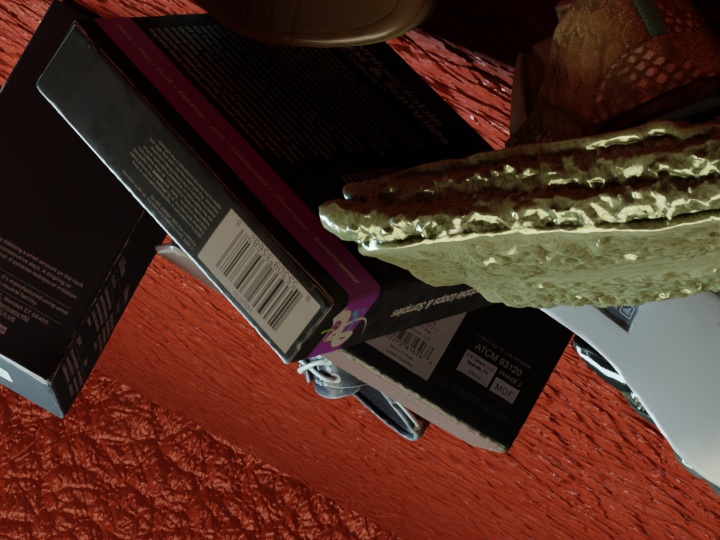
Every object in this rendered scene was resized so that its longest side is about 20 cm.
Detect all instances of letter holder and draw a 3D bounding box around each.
[{"bbox_3d":[0.000,0.000,1.285,0.199,0.101,0.142,32,172,-10],"label":"letter holder"}]

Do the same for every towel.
[{"bbox_3d":[0.102,-0.015,0.815,0.199,0.037,0.148,-8,168,32],"label":"towel"}]

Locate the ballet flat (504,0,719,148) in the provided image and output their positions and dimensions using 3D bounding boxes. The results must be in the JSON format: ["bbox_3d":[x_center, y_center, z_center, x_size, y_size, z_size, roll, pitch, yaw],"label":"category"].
[{"bbox_3d":[0.085,-0.061,0.867,0.200,0.070,0.066,126,125,-74],"label":"ballet flat"}]

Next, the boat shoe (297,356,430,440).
[{"bbox_3d":[-0.012,0.053,1.664,0.071,0.068,0.200,19,165,46],"label":"boat shoe"}]

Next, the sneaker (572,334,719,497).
[{"bbox_3d":[0.156,0.042,1.143,0.114,0.076,0.199,51,-173,1],"label":"sneaker"}]

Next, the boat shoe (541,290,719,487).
[{"bbox_3d":[0.130,0.019,1.017,0.200,0.072,0.066,38,-146,24],"label":"boat shoe"}]

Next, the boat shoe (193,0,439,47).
[{"bbox_3d":[-0.039,-0.125,0.915,0.199,0.073,0.072,13,-168,38],"label":"boat shoe"}]

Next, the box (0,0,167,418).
[{"bbox_3d":[-0.169,-0.028,1.385,0.104,0.183,0.200,30,170,0],"label":"box"}]

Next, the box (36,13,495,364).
[{"bbox_3d":[-0.013,-0.039,0.932,0.143,0.036,0.200,47,-152,17],"label":"box"}]
